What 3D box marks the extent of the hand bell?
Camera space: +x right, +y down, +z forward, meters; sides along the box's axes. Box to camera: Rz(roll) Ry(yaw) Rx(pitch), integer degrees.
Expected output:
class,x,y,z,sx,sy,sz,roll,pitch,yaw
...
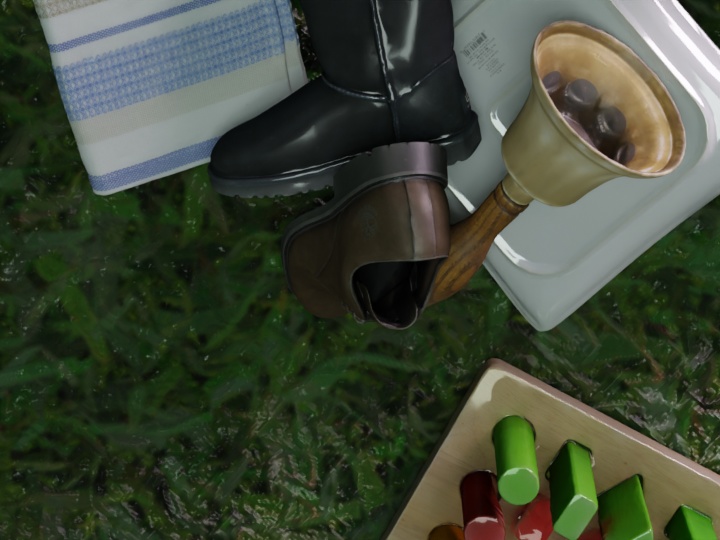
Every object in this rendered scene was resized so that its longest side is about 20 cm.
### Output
class,x,y,z,sx,sy,sz,roll,pitch,yaw
hand bell,0.083,-0.039,1.142,0.104,0.104,0.200,36,131,-9

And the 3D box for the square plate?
class,x,y,z,sx,sy,sz,roll,pitch,yaw
square plate,0.110,-0.090,1.163,0.200,0.028,0.198,-40,91,27

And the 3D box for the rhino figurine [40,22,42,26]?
class,x,y,z,sx,sy,sz,roll,pitch,yaw
rhino figurine,-0.134,-0.202,1.157,0.087,0.060,0.201,14,111,-14

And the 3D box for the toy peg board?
class,x,y,z,sx,sy,sz,roll,pitch,yaw
toy peg board,0.120,0.196,1.259,0.199,0.098,0.200,28,106,-7

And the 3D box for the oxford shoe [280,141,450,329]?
class,x,y,z,sx,sy,sz,roll,pitch,yaw
oxford shoe,0.000,0.000,1.156,0.072,0.200,0.085,-5,74,-16

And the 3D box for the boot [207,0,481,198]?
class,x,y,z,sx,sy,sz,roll,pitch,yaw
boot,-0.028,-0.150,1.123,0.164,0.066,0.201,-10,117,8

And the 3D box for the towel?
class,x,y,z,sx,sy,sz,roll,pitch,yaw
towel,-0.111,-0.148,1.148,0.146,0.024,0.201,-21,124,-11
